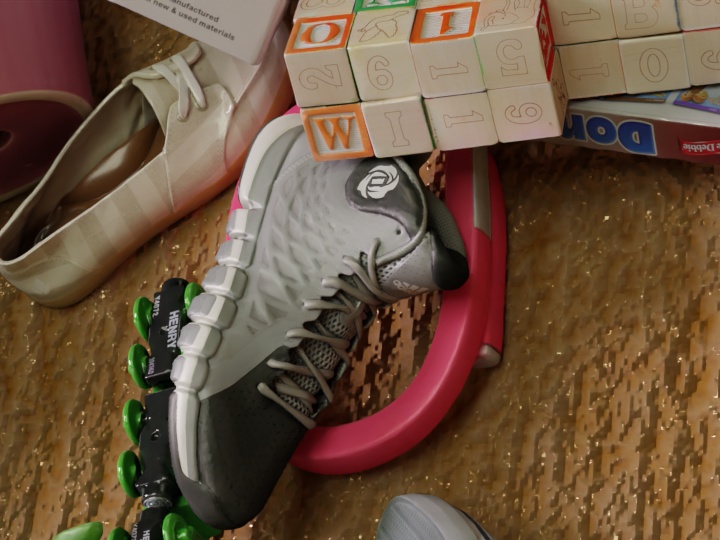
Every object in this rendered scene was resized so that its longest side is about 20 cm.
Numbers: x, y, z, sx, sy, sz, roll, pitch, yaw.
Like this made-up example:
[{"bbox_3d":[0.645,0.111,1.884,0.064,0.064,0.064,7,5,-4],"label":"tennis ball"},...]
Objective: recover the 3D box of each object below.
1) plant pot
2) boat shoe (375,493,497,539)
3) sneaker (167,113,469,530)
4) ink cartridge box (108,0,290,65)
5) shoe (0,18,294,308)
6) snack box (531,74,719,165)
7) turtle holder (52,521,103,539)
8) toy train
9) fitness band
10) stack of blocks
[{"bbox_3d":[-0.230,-0.136,1.119,0.199,0.200,0.180,-28,72,15],"label":"plant pot"},{"bbox_3d":[0.067,0.163,0.880,0.200,0.066,0.074,54,130,54],"label":"boat shoe"},{"bbox_3d":[-0.011,0.020,0.942,0.115,0.075,0.201,1,69,30],"label":"sneaker"},{"bbox_3d":[-0.038,-0.220,1.015,0.084,0.146,0.201,23,111,-3],"label":"ink cartridge box"},{"bbox_3d":[-0.110,-0.060,1.088,0.200,0.053,0.070,-44,54,5],"label":"shoe"},{"bbox_3d":[0.107,-0.086,0.973,0.199,0.024,0.072,10,42,31],"label":"snack box"},{"bbox_3d":[-0.186,0.202,0.959,0.184,0.141,0.133,-21,75,7],"label":"turtle holder"},{"bbox_3d":[-0.085,0.092,0.980,0.041,0.056,0.201,-15,48,20],"label":"toy train"},{"bbox_3d":[0.000,0.000,1.012,0.143,0.037,0.202,-11,62,28],"label":"fitness band"},{"bbox_3d":[0.075,-0.114,0.950,0.198,0.059,0.116,-5,37,15],"label":"stack of blocks"}]
